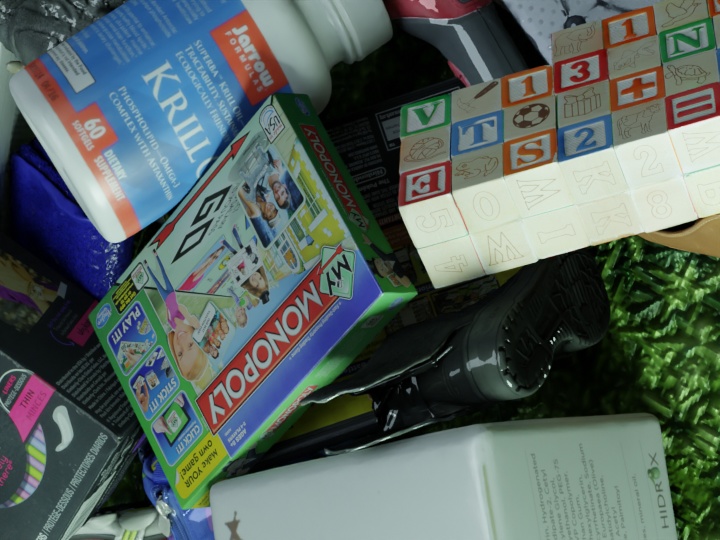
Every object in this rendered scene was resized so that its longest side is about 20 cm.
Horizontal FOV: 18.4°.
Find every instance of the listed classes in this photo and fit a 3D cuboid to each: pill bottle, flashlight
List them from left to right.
[{"bbox_3d":[-0.086,-0.113,1.246,0.199,0.112,0.112,-34,61,-7],"label":"pill bottle"},{"bbox_3d":[0.069,-0.105,1.255,0.068,0.068,0.201,-31,84,18],"label":"flashlight"}]

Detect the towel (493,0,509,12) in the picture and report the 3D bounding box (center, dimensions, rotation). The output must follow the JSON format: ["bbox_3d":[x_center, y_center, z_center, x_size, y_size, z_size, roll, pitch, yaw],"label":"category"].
[{"bbox_3d":[0.087,-0.224,1.283,0.200,0.034,0.133,35,110,36],"label":"towel"}]

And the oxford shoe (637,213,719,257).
[{"bbox_3d":[0.212,-0.029,1.147,0.199,0.071,0.072,3,88,39],"label":"oxford shoe"}]

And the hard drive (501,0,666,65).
[{"bbox_3d":[0.156,-0.202,1.187,0.200,0.042,0.135,-39,83,24],"label":"hard drive"}]

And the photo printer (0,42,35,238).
[{"bbox_3d":[-0.256,-0.096,1.488,0.069,0.166,0.202,11,97,6],"label":"photo printer"}]

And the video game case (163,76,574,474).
[{"bbox_3d":[0.000,0.000,1.279,0.199,0.026,0.182,-19,73,-2],"label":"video game case"}]

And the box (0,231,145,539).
[{"bbox_3d":[-0.228,0.064,1.360,0.199,0.106,0.123,35,119,4],"label":"box"}]

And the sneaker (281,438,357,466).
[{"bbox_3d":[-0.068,0.052,1.381,0.200,0.066,0.079,52,123,24],"label":"sneaker"}]

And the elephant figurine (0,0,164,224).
[{"bbox_3d":[-0.150,-0.122,1.356,0.155,0.200,0.142,-33,41,30],"label":"elephant figurine"}]

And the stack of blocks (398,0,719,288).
[{"bbox_3d":[0.122,-0.072,1.148,0.199,0.059,0.116,-16,37,15],"label":"stack of blocks"}]

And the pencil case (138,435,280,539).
[{"bbox_3d":[-0.066,0.184,1.316,0.078,0.087,0.201,0,114,50],"label":"pencil case"}]

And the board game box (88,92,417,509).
[{"bbox_3d":[-0.064,0.019,1.214,0.200,0.029,0.135,-48,59,34],"label":"board game box"}]

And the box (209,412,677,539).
[{"bbox_3d":[0.054,0.190,1.204,0.198,0.171,0.202,-15,79,39],"label":"box"}]

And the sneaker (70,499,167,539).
[{"bbox_3d":[-0.141,0.193,1.435,0.199,0.077,0.086,-11,87,40],"label":"sneaker"}]

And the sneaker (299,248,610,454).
[{"bbox_3d":[0.056,0.042,1.186,0.104,0.200,0.060,-18,98,28],"label":"sneaker"}]

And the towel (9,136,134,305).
[{"bbox_3d":[-0.195,0.028,1.451,0.148,0.049,0.201,40,132,54],"label":"towel"}]
